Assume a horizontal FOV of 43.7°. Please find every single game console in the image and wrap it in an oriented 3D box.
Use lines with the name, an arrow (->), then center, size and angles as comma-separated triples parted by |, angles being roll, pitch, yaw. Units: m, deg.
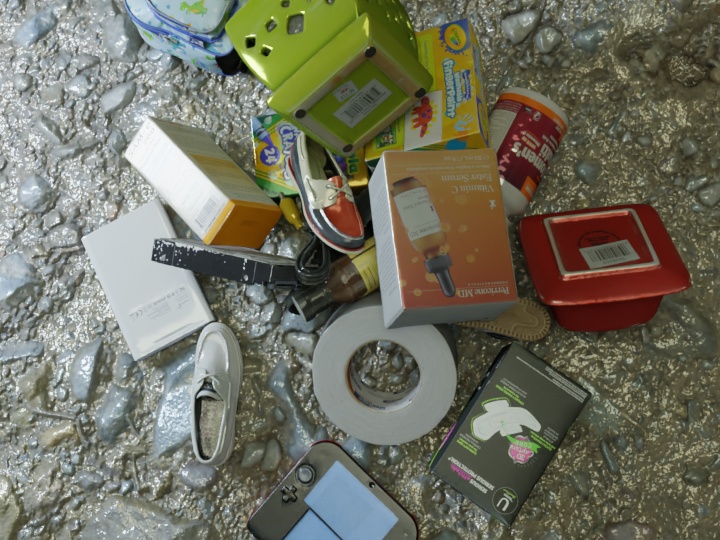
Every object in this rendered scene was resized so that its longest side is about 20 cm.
game console -> -0.036, 0.359, 1.251 | 0.200, 0.031, 0.177 | 42, 86, 9

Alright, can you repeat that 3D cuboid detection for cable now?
cable -> -0.057, -0.045, 1.222 | 0.095, 0.051, 0.202 | 4, 44, -16

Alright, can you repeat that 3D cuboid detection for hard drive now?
hard drive -> -0.313, 0.013, 1.326 | 0.130, 0.025, 0.202 | -27, 80, -1
hard drive -> -0.168, -0.010, 1.232 | 0.197, 0.139, 0.039 | 13, 95, 27

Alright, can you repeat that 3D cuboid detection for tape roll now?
tape roll -> 0.034, 0.132, 1.223 | 0.196, 0.066, 0.204 | 2, 106, 6

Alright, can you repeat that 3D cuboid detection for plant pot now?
plant pot -> -0.030, -0.278, 1.181 | 0.199, 0.198, 0.183 | -37, 56, 18

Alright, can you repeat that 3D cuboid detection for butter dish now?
butter dish -> 0.325, 0.017, 1.228 | 0.196, 0.150, 0.201 | -6, 37, 2

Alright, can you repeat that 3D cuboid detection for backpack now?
backpack -> -0.246, -0.411, 1.327 | 0.197, 0.147, 0.186 | 20, 81, 10

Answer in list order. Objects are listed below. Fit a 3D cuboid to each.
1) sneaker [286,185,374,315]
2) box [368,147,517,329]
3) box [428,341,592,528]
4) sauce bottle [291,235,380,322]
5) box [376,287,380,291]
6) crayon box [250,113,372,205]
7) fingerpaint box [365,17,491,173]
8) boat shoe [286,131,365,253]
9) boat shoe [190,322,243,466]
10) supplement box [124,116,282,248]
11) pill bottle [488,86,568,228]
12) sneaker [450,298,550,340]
sneaker -> -0.037, -0.028, 1.295 | 0.199, 0.060, 0.105 | -36, 53, 19
box -> 0.101, -0.040, 1.135 | 0.150, 0.106, 0.204 | -4, 75, -12
box -> 0.193, 0.215, 1.196 | 0.123, 0.149, 0.201 | 34, 84, 7
sauce bottle -> 0.000, 0.000, 1.206 | 0.198, 0.065, 0.065 | -30, 80, -9
box -> 0.071, -0.025, 1.283 | 0.081, 0.068, 0.204 | 8, 82, 5
crayon box -> -0.058, -0.172, 1.324 | 0.196, 0.052, 0.128 | -8, 81, 2
fingerpaint box -> 0.092, -0.236, 1.263 | 0.164, 0.073, 0.203 | -13, 59, 18
boat shoe -> -0.044, -0.108, 1.209 | 0.070, 0.063, 0.201 | -2, 48, -34
boat shoe -> -0.211, 0.174, 1.272 | 0.071, 0.069, 0.204 | 6, 82, 5
supplement box -> -0.221, -0.122, 1.265 | 0.200, 0.126, 0.074 | 45, 108, 22
pill bottle -> 0.205, -0.147, 1.271 | 0.108, 0.110, 0.202 | 27, 84, 8
sneaker -> 0.155, 0.047, 1.238 | 0.197, 0.108, 0.071 | 20, 88, -3
